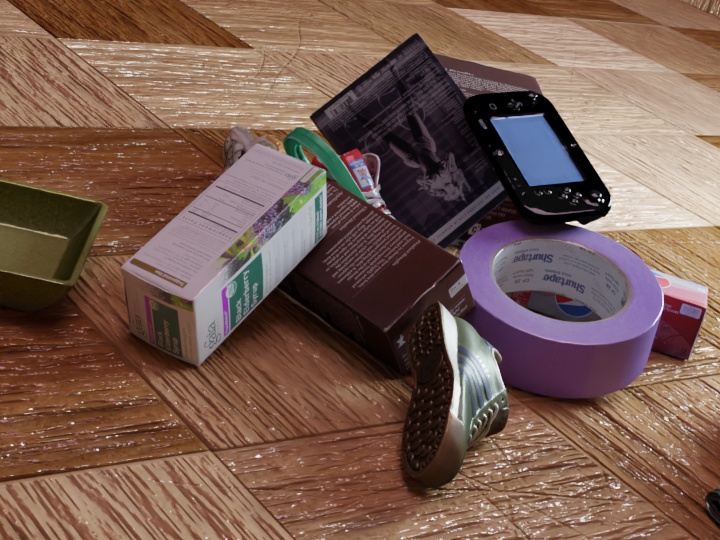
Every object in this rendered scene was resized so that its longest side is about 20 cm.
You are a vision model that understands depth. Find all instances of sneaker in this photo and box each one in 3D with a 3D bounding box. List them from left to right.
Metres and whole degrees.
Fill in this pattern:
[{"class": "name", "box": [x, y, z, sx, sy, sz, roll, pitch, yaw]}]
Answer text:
[{"class": "sneaker", "box": [-0.128, -0.100, 1.550, 0.076, 0.088, 0.200, 45, -8, -15]}, {"class": "sneaker", "box": [0.018, -0.051, 1.471, 0.199, 0.113, 0.071, 27, 24, 26]}, {"class": "sneaker", "box": [0.087, 0.111, 1.185, 0.090, 0.067, 0.201, 33, 30, -20]}]

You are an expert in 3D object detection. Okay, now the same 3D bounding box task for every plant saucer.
[{"class": "plant saucer", "box": [-0.336, -0.026, 1.272, 0.198, 0.048, 0.200, 12, 22, -6]}]

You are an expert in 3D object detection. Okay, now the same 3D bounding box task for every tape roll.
[{"class": "tape roll", "box": [0.185, 0.033, 1.382, 0.198, 0.066, 0.201, 7, 35, -5]}]

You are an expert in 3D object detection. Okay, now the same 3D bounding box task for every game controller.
[{"class": "game controller", "box": [0.179, -0.118, 1.484, 0.103, 0.042, 0.201, 0, 42, -25]}]

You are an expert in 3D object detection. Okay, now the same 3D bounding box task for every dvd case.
[{"class": "dvd case", "box": [0.063, -0.130, 1.544, 0.201, 0.148, 0.016, 52, -7, -2]}]

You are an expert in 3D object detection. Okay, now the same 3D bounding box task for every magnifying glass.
[{"class": "magnifying glass", "box": [-0.004, -0.058, 1.412, 0.200, 0.022, 0.080, 47, -18, -2]}]

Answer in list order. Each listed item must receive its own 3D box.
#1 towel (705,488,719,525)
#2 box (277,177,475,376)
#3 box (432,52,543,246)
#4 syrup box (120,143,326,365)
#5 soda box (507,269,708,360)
[{"class": "towel", "box": [0.395, 0.224, 1.175, 0.198, 0.022, 0.147, 5, 24, -23]}, {"class": "box", "box": [0.000, 0.000, 1.337, 0.100, 0.075, 0.200, -41, 48, -18]}, {"class": "box", "box": [0.120, -0.140, 1.680, 0.164, 0.166, 0.200, 12, 22, -5]}, {"class": "syrup box", "box": [-0.114, -0.017, 1.255, 0.081, 0.079, 0.200, 22, 47, 22]}, {"class": "soda box", "box": [0.258, 0.025, 1.511, 0.198, 0.064, 0.070, 19, 22, 8]}]
